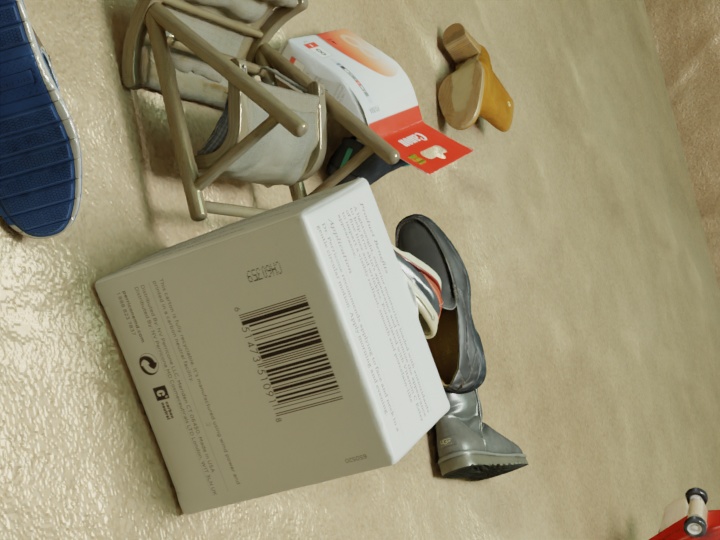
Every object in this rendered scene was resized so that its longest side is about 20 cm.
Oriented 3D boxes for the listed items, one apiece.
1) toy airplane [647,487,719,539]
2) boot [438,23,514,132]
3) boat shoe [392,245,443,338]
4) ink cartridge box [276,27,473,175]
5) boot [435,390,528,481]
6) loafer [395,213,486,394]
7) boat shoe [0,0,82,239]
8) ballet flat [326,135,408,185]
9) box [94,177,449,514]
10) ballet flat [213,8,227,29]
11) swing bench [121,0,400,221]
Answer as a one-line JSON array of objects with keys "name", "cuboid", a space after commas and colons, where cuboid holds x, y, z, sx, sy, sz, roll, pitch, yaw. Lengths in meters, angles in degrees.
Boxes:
[{"name": "toy airplane", "cuboid": [0.435, 0.403, 1.961, 0.141, 0.199, 0.200, 42, 76, -12]}, {"name": "boot", "cuboid": [0.167, -0.230, 1.943, 0.144, 0.070, 0.202, 46, 31, -40]}, {"name": "boat shoe", "cuboid": [0.000, 0.000, 1.395, 0.199, 0.071, 0.063, 31, 45, -27]}, {"name": "ink cartridge box", "cuboid": [0.023, -0.182, 1.506, 0.199, 0.050, 0.162, 32, 22, 12]}, {"name": "boot", "cuboid": [0.119, 0.133, 1.630, 0.182, 0.072, 0.201, 24, 46, -61]}, {"name": "loafer", "cuboid": [0.081, 0.034, 1.521, 0.201, 0.072, 0.072, 69, 17, 7]}, {"name": "boat shoe", "cuboid": [-0.240, -0.123, 1.009, 0.072, 0.072, 0.201, -111, -169, -68]}, {"name": "ballet flat", "cuboid": [0.023, -0.141, 1.574, 0.200, 0.073, 0.073, -38, 109, -62]}, {"name": "box", "cuboid": [-0.066, 0.059, 1.113, 0.131, 0.199, 0.200, -32, 103, -63]}, {"name": "ballet flat", "cuboid": [-0.134, -0.292, 1.379, 0.201, 0.070, 0.066, -72, 165, -48]}, {"name": "swing bench", "cuboid": [-0.096, -0.153, 1.263, 0.201, 0.130, 0.199, 59, 21, 17]}]
